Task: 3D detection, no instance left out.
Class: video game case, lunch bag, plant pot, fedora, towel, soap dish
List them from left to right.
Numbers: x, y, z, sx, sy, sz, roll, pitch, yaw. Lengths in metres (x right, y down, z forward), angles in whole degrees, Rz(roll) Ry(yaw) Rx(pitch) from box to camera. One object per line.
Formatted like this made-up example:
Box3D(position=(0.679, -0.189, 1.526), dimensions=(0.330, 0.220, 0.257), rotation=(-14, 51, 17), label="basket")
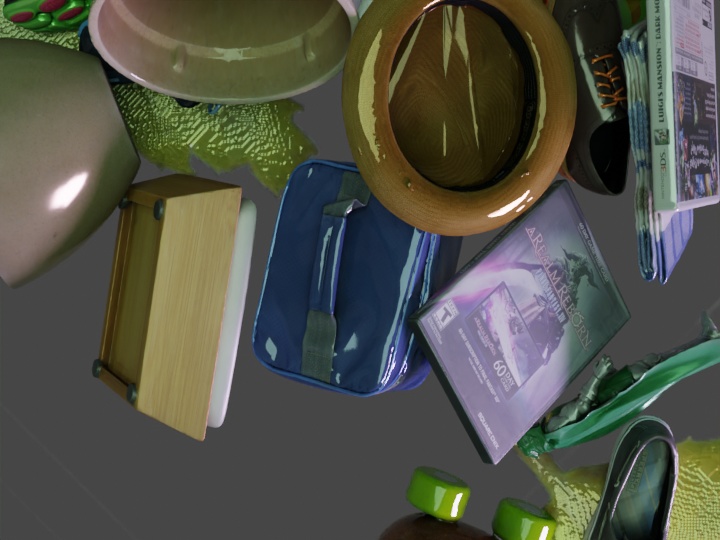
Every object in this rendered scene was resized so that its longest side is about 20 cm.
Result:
Box3D(position=(-0.256, -0.105, 1.001), dimensions=(0.133, 0.200, 0.203), rotation=(-23, 93, -6), label="plant pot")
Box3D(position=(-0.157, 0.022, 1.022), dimensions=(0.080, 0.157, 0.203), rotation=(7, 95, -27), label="soap dish")
Box3D(position=(-0.100, -0.256, 0.935), dimensions=(0.197, 0.201, 0.186), rotation=(-1, 69, 1), label="plant pot")
Box3D(position=(0.000, 0.000, 1.016), dimensions=(0.134, 0.132, 0.203), rotation=(13, 93, 18), label="lunch bag")
Box3D(position=(0.067, -0.130, 0.938), dimensions=(0.197, 0.082, 0.204), rotation=(-2, 96, -16), label="fedora")
Box3D(position=(0.137, 0.040, 1.022), dimensions=(0.200, 0.019, 0.144), rotation=(-41, 112, -28), label="video game case")
Box3D(position=(0.242, -0.106, 1.005), dimensions=(0.023, 0.147, 0.203), rotation=(-1, 109, 26), label="towel")
Box3D(position=(0.260, -0.142, 0.993), dimensions=(0.023, 0.199, 0.185), rotation=(-2, 94, 24), label="video game case")

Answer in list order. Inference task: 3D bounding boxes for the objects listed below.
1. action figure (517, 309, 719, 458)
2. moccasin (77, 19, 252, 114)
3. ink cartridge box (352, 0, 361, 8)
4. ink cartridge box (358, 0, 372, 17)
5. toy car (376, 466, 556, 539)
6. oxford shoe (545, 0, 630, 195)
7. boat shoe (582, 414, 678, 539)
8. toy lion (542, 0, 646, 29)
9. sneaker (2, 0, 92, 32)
Box3D(position=(0.221, 0.104, 1.063), dimensions=(0.199, 0.118, 0.055), rotation=(-33, 70, 11), label="action figure")
Box3D(position=(-0.144, -0.172, 1.059), dimensions=(0.197, 0.080, 0.069), rotation=(9, 99, 14), label="moccasin")
Box3D(position=(-0.014, -0.310, 1.011), dimensions=(0.099, 0.039, 0.202), rotation=(25, 94, 29), label="ink cartridge box")
Box3D(position=(0.052, -0.293, 1.059), dimensions=(0.160, 0.050, 0.203), rotation=(20, 89, -1), label="ink cartridge box")
Box3D(position=(0.083, 0.277, 1.015), dimensions=(0.156, 0.200, 0.166), rotation=(20, 94, -1), label="toy car")
Box3D(position=(0.192, -0.156, 0.988), dimensions=(0.070, 0.073, 0.202), rotation=(-20, 122, -16), label="oxford shoe")
Box3D(position=(0.238, 0.229, 1.077), dimensions=(0.069, 0.066, 0.203), rotation=(15, 94, 0), label="boat shoe")
Box3D(position=(0.153, -0.169, 1.038), dimensions=(0.197, 0.069, 0.194), rotation=(-15, 113, -19), label="toy lion")
Box3D(position=(-0.224, -0.278, 1.055), dimensions=(0.199, 0.077, 0.084), rotation=(-39, 74, 1), label="sneaker")
